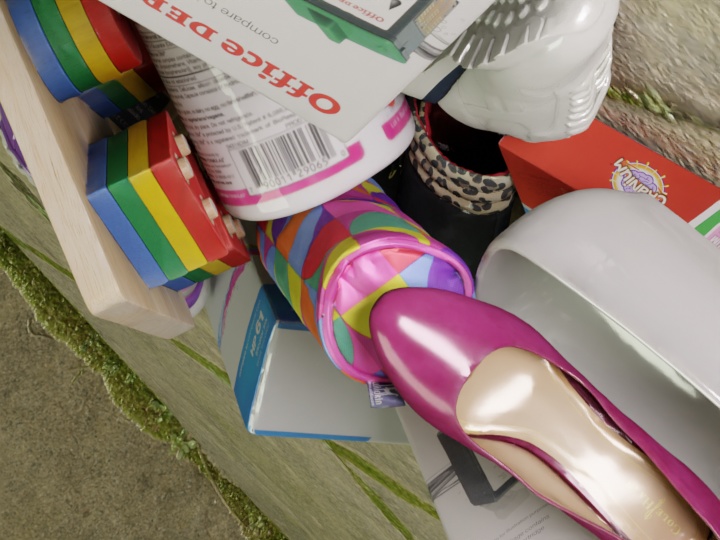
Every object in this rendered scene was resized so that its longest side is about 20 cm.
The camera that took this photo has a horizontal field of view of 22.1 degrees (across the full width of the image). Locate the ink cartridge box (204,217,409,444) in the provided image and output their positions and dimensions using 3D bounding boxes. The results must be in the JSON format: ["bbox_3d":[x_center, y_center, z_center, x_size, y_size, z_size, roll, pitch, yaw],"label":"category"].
[{"bbox_3d":[-0.015,0.023,1.188,0.144,0.085,0.200,5,-155,-18],"label":"ink cartridge box"}]

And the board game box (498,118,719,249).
[{"bbox_3d":[0.173,0.006,0.954,0.200,0.040,0.153,34,164,34],"label":"board game box"}]

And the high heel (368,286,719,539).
[{"bbox_3d":[0.093,0.075,0.845,0.200,0.067,0.096,33,-179,-21],"label":"high heel"}]

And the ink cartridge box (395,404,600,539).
[{"bbox_3d":[0.109,0.144,1.013,0.146,0.085,0.200,46,-166,-35],"label":"ink cartridge box"}]

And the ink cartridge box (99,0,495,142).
[{"bbox_3d":[-0.009,-0.151,0.676,0.146,0.084,0.200,29,145,-14],"label":"ink cartridge box"}]

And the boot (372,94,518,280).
[{"bbox_3d":[0.038,-0.064,1.081,0.154,0.073,0.204,93,154,-48],"label":"boot"}]

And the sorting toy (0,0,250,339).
[{"bbox_3d":[-0.129,-0.073,0.987,0.199,0.069,0.200,47,-161,-82],"label":"sorting toy"}]

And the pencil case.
[{"bbox_3d":[0.000,0.000,0.967,0.088,0.088,0.200,48,-179,-22],"label":"pencil case"}]

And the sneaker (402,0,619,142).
[{"bbox_3d":[0.085,-0.101,0.843,0.080,0.076,0.200,33,173,-9],"label":"sneaker"}]

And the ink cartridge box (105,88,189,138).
[{"bbox_3d":[-0.140,-0.141,1.193,0.165,0.075,0.200,43,-170,12],"label":"ink cartridge box"}]

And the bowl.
[{"bbox_3d":[0.151,0.044,0.886,0.200,0.075,0.200,40,168,11],"label":"bowl"}]

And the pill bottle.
[{"bbox_3d":[-0.060,-0.137,0.958,0.113,0.113,0.200,16,134,63],"label":"pill bottle"}]

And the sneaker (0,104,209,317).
[{"bbox_3d":[-0.158,-0.059,1.175,0.200,0.080,0.088,55,161,4],"label":"sneaker"}]
